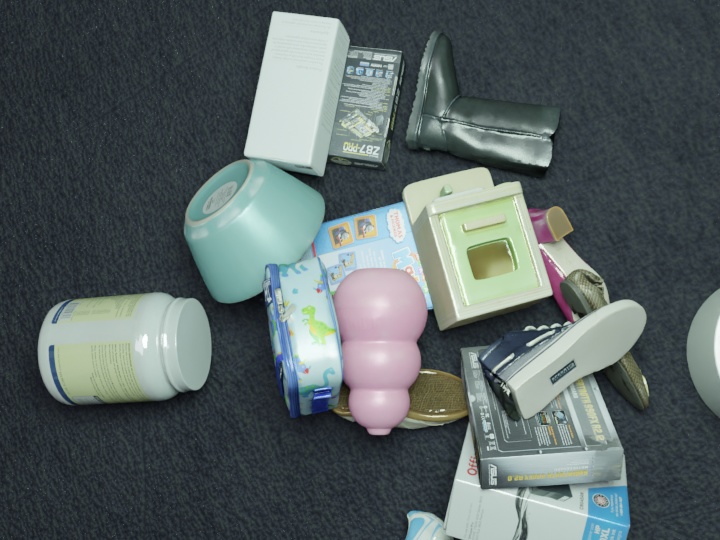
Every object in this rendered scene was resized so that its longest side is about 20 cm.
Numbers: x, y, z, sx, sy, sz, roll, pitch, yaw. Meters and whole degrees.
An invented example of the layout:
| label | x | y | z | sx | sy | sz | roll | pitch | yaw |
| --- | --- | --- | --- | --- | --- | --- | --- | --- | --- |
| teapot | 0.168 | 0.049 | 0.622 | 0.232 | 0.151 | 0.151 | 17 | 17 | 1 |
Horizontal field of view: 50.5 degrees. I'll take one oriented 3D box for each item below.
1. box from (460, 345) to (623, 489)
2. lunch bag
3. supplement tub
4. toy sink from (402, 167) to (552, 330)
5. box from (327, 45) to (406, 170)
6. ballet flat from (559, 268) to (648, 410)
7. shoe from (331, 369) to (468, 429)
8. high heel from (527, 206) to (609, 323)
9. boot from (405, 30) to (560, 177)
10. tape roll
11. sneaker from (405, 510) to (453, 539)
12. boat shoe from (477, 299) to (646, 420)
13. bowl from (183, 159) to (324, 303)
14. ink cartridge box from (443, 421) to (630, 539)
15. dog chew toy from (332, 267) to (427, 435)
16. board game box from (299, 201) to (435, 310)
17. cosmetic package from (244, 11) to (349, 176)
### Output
| label | x | y | z | sx | sy | sz | roll | pitch | yaw |
| --- | --- | --- | --- | --- | --- | --- | --- | --- | --- |
| box | 0.206 | 0.164 | 0.908 | 0.155 | 0.201 | 0.049 | -5 | 122 | 2 |
| lunch bag | -0.068 | 0.087 | 0.925 | 0.081 | 0.201 | 0.164 | -10 | 70 | -8 |
| supplement tub | -0.319 | 0.107 | 1.047 | 0.196 | 0.145 | 0.148 | -4 | 81 | 10 |
| toy sink | 0.144 | -0.042 | 0.975 | 0.128 | 0.112 | 0.204 | -13 | 80 | -9 |
| box | -0.045 | -0.240 | 1.092 | 0.196 | 0.049 | 0.165 | 9 | 82 | 12 |
| ballet flat | 0.311 | 0.084 | 0.941 | 0.046 | 0.067 | 0.202 | -34 | 100 | -10 |
| shoe | 0.055 | 0.173 | 1.016 | 0.196 | 0.054 | 0.071 | 0 | 59 | 7 |
| high heel | 0.259 | 0.013 | 1.005 | 0.067 | 0.096 | 0.202 | -32 | 98 | -21 |
| boot | 0.175 | -0.227 | 1.036 | 0.196 | 0.066 | 0.168 | 13 | 93 | 16 |
| tape roll | 0.498 | 0.096 | 0.889 | 0.198 | 0.139 | 0.207 | -2 | 81 | 12 |
| sneaker | 0.059 | 0.406 | 0.976 | 0.072 | 0.071 | 0.203 | 23 | 94 | 47 |
| boat shoe | 0.228 | 0.083 | 0.888 | 0.198 | 0.075 | 0.093 | -30 | 32 | -9 |
| bowl | -0.154 | -0.069 | 1.005 | 0.199 | 0.105 | 0.203 | -27 | 34 | 20 |
| ink cartridge box | 0.209 | 0.265 | 0.910 | 0.196 | 0.145 | 0.086 | 12 | 113 | 12 |
| dog chew toy | 0.023 | 0.101 | 0.955 | 0.122 | 0.124 | 0.204 | -1 | 83 | 11 |
| board game box | 0.000 | 0.000 | 1.054 | 0.196 | 0.037 | 0.154 | -14 | 80 | 10 |
| cosmetic package | -0.085 | -0.239 | 1.040 | 0.100 | 0.074 | 0.204 | 11 | 87 | 14 |
